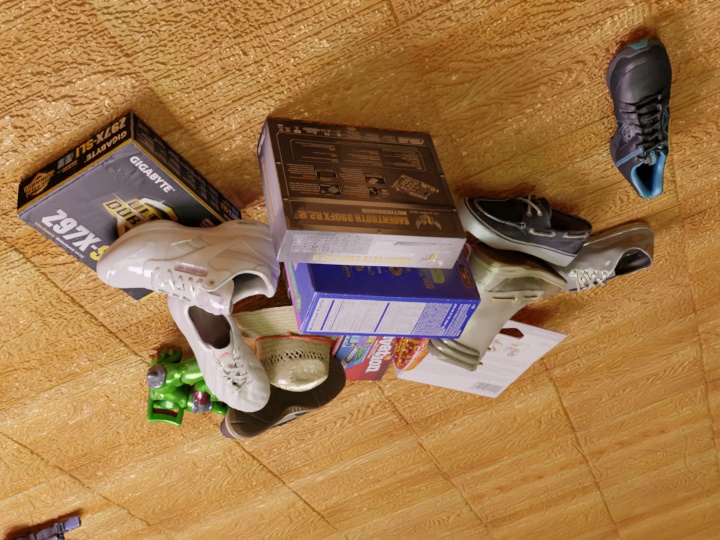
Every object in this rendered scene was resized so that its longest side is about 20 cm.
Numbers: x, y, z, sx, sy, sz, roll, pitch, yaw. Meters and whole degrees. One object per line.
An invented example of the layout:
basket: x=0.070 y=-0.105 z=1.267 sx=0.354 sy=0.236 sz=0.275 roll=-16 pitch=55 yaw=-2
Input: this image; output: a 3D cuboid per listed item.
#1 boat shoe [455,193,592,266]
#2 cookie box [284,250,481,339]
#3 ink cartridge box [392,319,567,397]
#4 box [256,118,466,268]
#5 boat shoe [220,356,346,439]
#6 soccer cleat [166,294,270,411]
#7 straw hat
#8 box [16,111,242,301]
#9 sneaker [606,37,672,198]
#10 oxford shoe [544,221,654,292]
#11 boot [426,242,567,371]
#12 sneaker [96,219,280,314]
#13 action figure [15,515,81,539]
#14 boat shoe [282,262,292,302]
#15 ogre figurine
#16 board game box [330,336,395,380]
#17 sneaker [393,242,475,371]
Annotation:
boat shoe: x=0.203 y=-0.062 z=1.144 sx=0.197 sy=0.073 sz=0.068 roll=17 pitch=127 yaw=-29
cookie box: x=0.016 y=-0.012 z=1.064 sx=0.196 sy=0.173 sz=0.076 roll=4 pitch=136 yaw=-21
ink cartridge box: x=0.173 y=0.109 z=1.364 sx=0.197 sy=0.045 sz=0.176 roll=15 pitch=134 yaw=-33
box: x=-0.001 y=-0.080 z=0.983 sx=0.196 sy=0.161 sz=0.049 roll=2 pitch=140 yaw=-21
boat shoe: x=-0.108 y=0.171 z=1.275 sx=0.197 sy=0.075 sz=0.064 roll=-19 pitch=177 yaw=-37
soccer cleat: x=-0.161 y=0.096 z=1.099 sx=0.069 sy=0.077 sz=0.202 roll=-40 pitch=120 yaw=-19
straw hat: x=-0.086 y=0.108 z=1.192 sx=0.196 sy=0.087 sz=0.201 roll=-2 pitch=163 yaw=-1
box: x=-0.244 y=-0.061 z=1.017 sx=0.157 sy=0.050 sz=0.200 roll=-26 pitch=141 yaw=16
sneaker: x=0.320 y=-0.167 z=1.044 sx=0.072 sy=0.083 sz=0.201 roll=-16 pitch=141 yaw=5
oxford shoe: x=0.304 y=-0.003 z=1.261 sx=0.196 sy=0.059 sz=0.075 roll=-21 pitch=144 yaw=11
boot: x=0.173 y=0.050 z=1.187 sx=0.198 sy=0.072 sz=0.157 roll=7 pitch=115 yaw=-51
sneaker: x=-0.180 y=-0.001 z=0.993 sx=0.195 sy=0.101 sz=0.076 roll=-6 pitch=144 yaw=-10
action figure: x=-0.520 y=0.488 z=1.557 sx=0.197 sy=0.106 sz=0.193 roll=-27 pitch=150 yaw=19
boat shoe: x=0.000 y=0.000 z=1.159 sx=0.196 sy=0.069 sz=0.073 roll=5 pitch=129 yaw=-21
ogre figurine: x=-0.223 y=0.153 z=1.238 sx=0.117 sy=0.101 sz=0.200 roll=-2 pitch=177 yaw=-13
board game box: x=0.014 y=0.090 z=1.310 sx=0.101 sy=0.020 sz=0.202 roll=2 pitch=139 yaw=-22
sneaker: x=0.110 y=0.058 z=1.230 sx=0.076 sy=0.073 sz=0.202 roll=19 pitch=117 yaw=-32
